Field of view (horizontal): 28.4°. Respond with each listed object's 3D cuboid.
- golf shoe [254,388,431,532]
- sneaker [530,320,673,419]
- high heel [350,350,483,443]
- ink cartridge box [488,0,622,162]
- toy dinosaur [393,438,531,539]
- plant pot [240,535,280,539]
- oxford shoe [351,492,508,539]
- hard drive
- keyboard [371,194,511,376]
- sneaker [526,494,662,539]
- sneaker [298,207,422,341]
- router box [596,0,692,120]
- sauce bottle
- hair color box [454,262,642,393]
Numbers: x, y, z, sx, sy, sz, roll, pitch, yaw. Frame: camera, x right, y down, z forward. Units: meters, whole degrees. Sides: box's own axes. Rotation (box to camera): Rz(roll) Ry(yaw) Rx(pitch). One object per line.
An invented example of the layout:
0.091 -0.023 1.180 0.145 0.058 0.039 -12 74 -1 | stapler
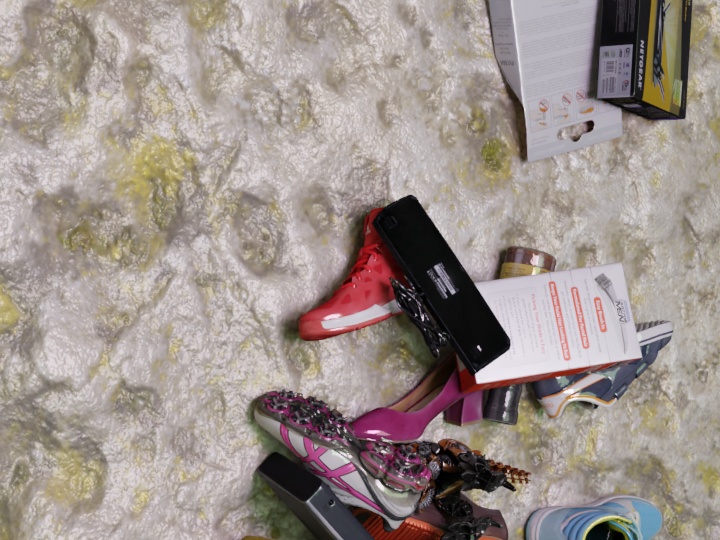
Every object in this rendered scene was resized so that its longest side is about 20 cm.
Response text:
-0.030 0.199 1.475 0.199 0.073 0.093 29 113 10 | golf shoe
0.291 0.118 1.701 0.198 0.078 0.080 -17 94 -19 | sneaker
0.063 0.132 1.563 0.198 0.067 0.097 -6 98 -34 | high heel
0.236 -0.245 1.695 0.159 0.047 0.203 -17 108 -31 | ink cartridge box
0.099 0.219 1.550 0.198 0.136 0.103 -16 119 -18 | toy dinosaur
-0.087 0.378 1.408 0.195 0.193 0.202 35 68 -26 | plant pot
0.076 0.280 1.587 0.198 0.071 0.073 20 48 -24 | oxford shoe
-0.014 0.280 1.474 0.033 0.139 0.200 -44 111 -14 | hard drive
0.072 0.022 1.511 0.104 0.040 0.201 -28 82 -43 | keyboard
0.308 0.313 1.678 0.198 0.130 0.081 -4 91 -32 | sneaker
0.000 0.000 1.536 0.199 0.078 0.117 -19 91 -42 | sneaker
0.346 -0.293 1.718 0.157 0.052 0.203 7 86 -55 | router box
0.179 0.076 1.640 0.064 0.064 0.203 15 83 -30 | sauce bottle
0.201 0.063 1.575 0.197 0.064 0.112 -7 78 -14 | hair color box
